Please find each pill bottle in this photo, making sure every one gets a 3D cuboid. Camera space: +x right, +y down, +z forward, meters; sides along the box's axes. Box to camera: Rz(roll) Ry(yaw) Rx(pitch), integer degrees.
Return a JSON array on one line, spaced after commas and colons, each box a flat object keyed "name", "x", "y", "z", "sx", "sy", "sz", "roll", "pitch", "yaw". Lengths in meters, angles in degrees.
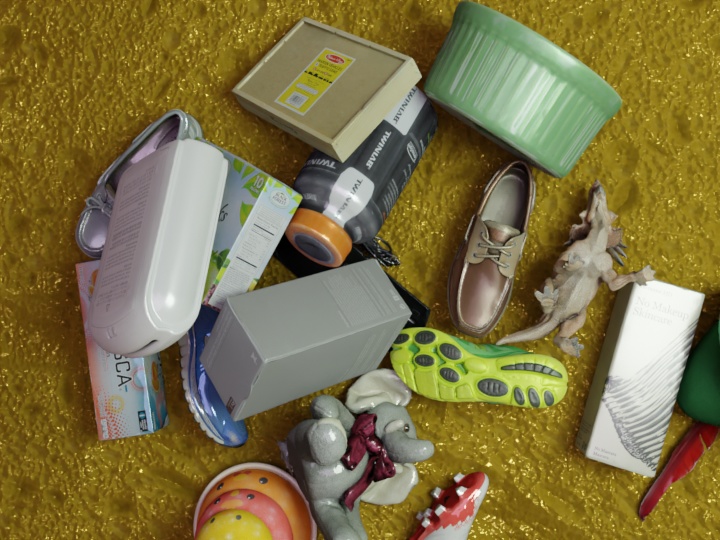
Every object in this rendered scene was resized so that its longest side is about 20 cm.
[{"name": "pill bottle", "x": -0.004, "y": -0.104, "z": 0.949, "sx": 0.105, "sy": 0.107, "sz": 0.202, "roll": 28, "pitch": 68, "yaw": 5}]

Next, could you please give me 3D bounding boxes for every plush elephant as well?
[{"name": "plush elephant", "x": 0.007, "y": 0.196, "z": 0.959, "sx": 0.152, "sy": 0.200, "sz": 0.168, "roll": -17, "pitch": 101, "yaw": -18}]

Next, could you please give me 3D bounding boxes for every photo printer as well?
[{"name": "photo printer", "x": -0.207, "y": -0.014, "z": 0.893, "sx": 0.069, "sy": 0.165, "sz": 0.204, "roll": 20, "pitch": 69, "yaw": -33}]

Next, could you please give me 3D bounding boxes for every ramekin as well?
[{"name": "ramekin", "x": 0.161, "y": -0.182, "z": 0.927, "sx": 0.198, "sy": 0.200, "sz": 0.099, "roll": 33, "pitch": 99, "yaw": 5}]

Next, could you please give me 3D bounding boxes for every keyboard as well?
[{"name": "keyboard", "x": 0.000, "y": 0.000, "z": 1.023, "sx": 0.199, "sy": 0.040, "sz": 0.105, "roll": 39, "pitch": 115, "yaw": 4}]

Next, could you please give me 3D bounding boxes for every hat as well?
[{"name": "hat", "x": 0.359, "y": 0.130, "z": 0.975, "sx": 0.175, "sy": 0.201, "sz": 0.166, "roll": -24, "pitch": 114, "yaw": 45}]

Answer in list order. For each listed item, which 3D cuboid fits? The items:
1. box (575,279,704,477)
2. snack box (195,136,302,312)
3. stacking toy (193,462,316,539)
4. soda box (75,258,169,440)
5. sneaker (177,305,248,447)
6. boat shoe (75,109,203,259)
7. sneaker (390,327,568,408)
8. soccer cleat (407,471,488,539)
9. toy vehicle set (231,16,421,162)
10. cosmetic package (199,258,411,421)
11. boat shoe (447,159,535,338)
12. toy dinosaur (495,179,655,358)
[{"name": "box", "x": 0.301, "y": 0.111, "z": 0.968, "sx": 0.081, "sy": 0.068, "sz": 0.204, "roll": 15, "pitch": 91, "yaw": 5}, {"name": "snack box", "x": -0.154, "y": -0.052, "z": 0.957, "sx": 0.053, "sy": 0.199, "sz": 0.144, "roll": 29, "pitch": 91, "yaw": -37}, {"name": "stacking toy", "x": -0.126, "y": 0.292, "z": 0.936, "sx": 0.143, "sy": 0.200, "sz": 0.150, "roll": 0, "pitch": 89, "yaw": 4}, {"name": "soda box", "x": -0.271, "y": 0.086, "z": 1.023, "sx": 0.067, "sy": 0.064, "sz": 0.205, "roll": -8, "pitch": 89, "yaw": 5}, {"name": "sneaker", "x": -0.155, "y": 0.098, "z": 1.005, "sx": 0.087, "sy": 0.079, "sz": 0.204, "roll": -15, "pitch": 87, "yaw": 7}, {"name": "boat shoe", "x": -0.260, "y": -0.101, "z": 1.024, "sx": 0.074, "sy": 0.065, "sz": 0.202, "roll": 43, "pitch": 93, "yaw": 5}, {"name": "sneaker", "x": 0.126, "y": 0.112, "z": 0.978, "sx": 0.196, "sy": 0.084, "sz": 0.076, "roll": 12, "pitch": 85, "yaw": 13}, {"name": "soccer cleat", "x": 0.089, "y": 0.312, "z": 0.988, "sx": 0.085, "sy": 0.069, "sz": 0.201, "roll": 36, "pitch": 95, "yaw": -4}, {"name": "toy vehicle set", "x": -0.041, "y": -0.199, "z": 0.954, "sx": 0.124, "sy": 0.027, "sz": 0.199, "roll": -47, "pitch": 45, "yaw": -10}, {"name": "cosmetic package", "x": -0.055, "y": 0.068, "z": 0.918, "sx": 0.091, "sy": 0.197, "sz": 0.107, "roll": 56, "pitch": 135, "yaw": 26}, {"name": "boat shoe", "x": 0.142, "y": -0.029, "z": 0.963, "sx": 0.074, "sy": 0.072, "sz": 0.204, "roll": 14, "pitch": 75, "yaw": 6}, {"name": "toy dinosaur", "x": 0.228, "y": 0.013, "z": 0.956, "sx": 0.085, "sy": 0.136, "sz": 0.201, "roll": 37, "pitch": 100, "yaw": -5}]
